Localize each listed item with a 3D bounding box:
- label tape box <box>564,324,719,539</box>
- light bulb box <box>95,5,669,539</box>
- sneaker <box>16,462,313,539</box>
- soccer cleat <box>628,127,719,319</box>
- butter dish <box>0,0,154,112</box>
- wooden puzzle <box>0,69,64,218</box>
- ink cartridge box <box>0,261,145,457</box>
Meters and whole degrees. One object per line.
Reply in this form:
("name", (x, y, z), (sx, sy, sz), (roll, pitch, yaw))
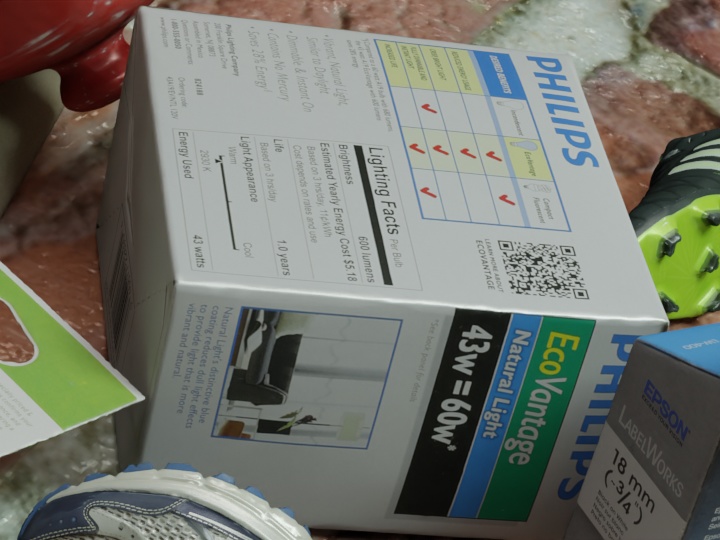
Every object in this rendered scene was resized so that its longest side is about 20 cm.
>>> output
("label tape box", (0.169, 0.060, 0.895), (0.143, 0.201, 0.063), (-8, 42, -28))
("light bulb box", (0.000, 0.000, 0.988), (0.199, 0.125, 0.199), (5, 37, -14))
("sneaker", (-0.037, 0.137, 0.843), (0.199, 0.077, 0.085), (20, 41, 7))
("soccer cleat", (0.167, -0.030, 1.147), (0.081, 0.068, 0.200), (19, 32, 36))
("butter dish", (-0.145, -0.140, 1.051), (0.199, 0.148, 0.200), (-16, 23, 31))
("wooden puzzle", (-0.245, -0.091, 1.092), (0.199, 0.037, 0.185), (17, 37, 2))
("ink cartridge box", (-0.203, 0.065, 0.875), (0.199, 0.076, 0.148), (-22, 50, -41))
